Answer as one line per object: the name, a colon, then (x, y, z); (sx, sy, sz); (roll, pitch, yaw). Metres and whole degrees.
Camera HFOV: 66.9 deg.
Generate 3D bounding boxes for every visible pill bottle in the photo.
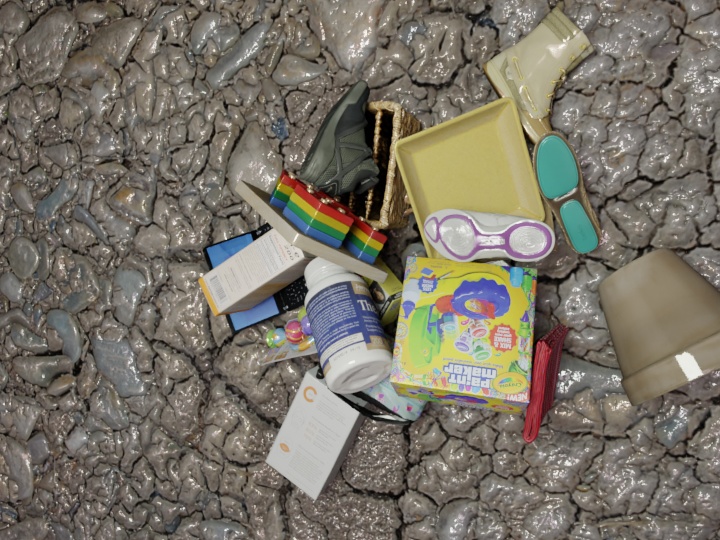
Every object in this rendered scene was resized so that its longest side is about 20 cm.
pill bottle: (-0.026, 0.077, 0.858); (0.110, 0.110, 0.204); (-32, 57, 19)

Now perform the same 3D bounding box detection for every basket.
basket: (0.013, -0.179, 0.935); (0.139, 0.148, 0.206); (11, 99, 18)

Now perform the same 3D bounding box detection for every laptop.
laptop: (-0.179, -0.003, 1.041); (0.197, 0.102, 0.182); (-23, 87, 34)

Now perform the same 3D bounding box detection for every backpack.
backpack: (0.036, 0.178, 0.956); (0.197, 0.167, 0.129); (30, 98, 9)

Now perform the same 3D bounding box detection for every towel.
towel: (0.287, 0.165, 0.834); (0.022, 0.199, 0.149); (11, 98, 27)

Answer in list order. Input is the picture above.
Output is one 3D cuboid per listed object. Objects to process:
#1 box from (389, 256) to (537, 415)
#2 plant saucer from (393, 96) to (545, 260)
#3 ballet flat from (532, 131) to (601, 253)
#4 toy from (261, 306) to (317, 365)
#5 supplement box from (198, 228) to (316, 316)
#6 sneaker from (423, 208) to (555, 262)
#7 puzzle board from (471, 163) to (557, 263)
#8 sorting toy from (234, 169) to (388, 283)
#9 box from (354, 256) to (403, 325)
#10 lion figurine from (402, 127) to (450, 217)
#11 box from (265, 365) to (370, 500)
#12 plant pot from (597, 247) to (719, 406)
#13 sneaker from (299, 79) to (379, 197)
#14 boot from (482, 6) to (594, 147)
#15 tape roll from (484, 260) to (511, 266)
box: (0.159, 0.100, 0.833); (0.194, 0.122, 0.198); (5, 70, 13)
plant saucer: (0.170, -0.141, 0.864); (0.195, 0.049, 0.205); (-20, 104, 5)
ballet flat: (0.318, -0.123, 0.851); (0.069, 0.066, 0.204); (-18, 108, 23)
toy: (-0.109, 0.103, 0.984); (0.047, 0.116, 0.198); (46, 138, -19)
supplement box: (-0.167, -0.004, 0.958); (0.197, 0.126, 0.075); (-31, 82, 14)
sneaker: (0.193, -0.049, 0.827); (0.195, 0.099, 0.077); (10, 100, 22)
puzzle board: (0.219, -0.091, 0.915); (0.194, 0.017, 0.156); (-8, 75, 17)
sorting toy: (-0.063, -0.082, 0.836); (0.198, 0.198, 0.071); (41, 103, 43)
box: (0.000, 0.000, 0.970); (0.201, 0.049, 0.076); (52, 133, 25)
lion figurine: (0.153, -0.168, 0.918); (0.119, 0.072, 0.205); (20, 98, 4)
box: (-0.074, 0.298, 1.032); (0.123, 0.097, 0.204); (30, 104, 15)
plant pot: (0.443, 0.071, 0.791); (0.197, 0.199, 0.177); (-31, 68, 19)
sneaker: (-0.012, -0.201, 0.868); (0.076, 0.113, 0.204); (-20, 44, 55)
boot: (0.307, -0.290, 0.862); (0.154, 0.073, 0.203); (-35, 80, 18)
tape roll: (0.190, 0.063, 0.948); (0.197, 0.037, 0.210); (2, 95, 20)
